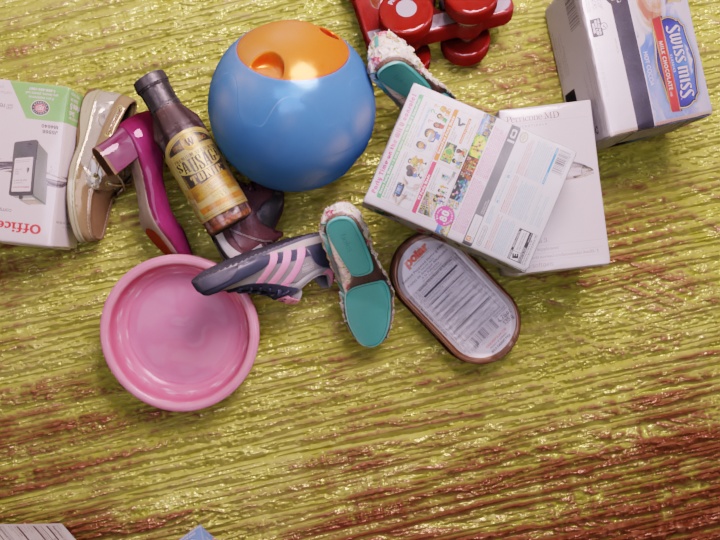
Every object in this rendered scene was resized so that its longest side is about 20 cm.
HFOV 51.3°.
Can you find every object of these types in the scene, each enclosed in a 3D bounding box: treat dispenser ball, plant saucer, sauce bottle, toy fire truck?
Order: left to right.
[{"bbox_3d":[-0.228,0.077,0.961,0.200,0.051,0.201,0,97,-2],"label":"plant saucer"},{"bbox_3d":[-0.203,-0.140,0.892,0.066,0.066,0.200,-31,96,-1],"label":"sauce bottle"},{"bbox_3d":[-0.081,-0.195,0.899,0.200,0.201,0.202,0,90,-1],"label":"treat dispenser ball"},{"bbox_3d":[0.084,-0.350,0.958,0.199,0.112,0.169,-16,71,-2],"label":"toy fire truck"}]

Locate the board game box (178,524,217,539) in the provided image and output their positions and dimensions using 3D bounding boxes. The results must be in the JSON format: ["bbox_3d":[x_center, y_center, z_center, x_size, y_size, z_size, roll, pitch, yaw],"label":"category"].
[{"bbox_3d":[-0.198,0.415,0.924,0.151,0.037,0.200,-36,124,-1],"label":"board game box"}]

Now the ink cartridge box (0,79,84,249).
[{"bbox_3d":[-0.435,-0.133,0.952,0.145,0.084,0.201,6,90,0],"label":"ink cartridge box"}]

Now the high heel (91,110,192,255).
[{"bbox_3d":[-0.245,-0.100,0.953,0.096,0.067,0.200,-43,125,-26],"label":"high heel"}]

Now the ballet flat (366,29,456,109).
[{"bbox_3d":[0.069,-0.228,0.923,0.075,0.200,0.064,-23,61,17],"label":"ballet flat"}]

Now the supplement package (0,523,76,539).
[{"bbox_3d":[-0.435,0.397,0.870,0.200,0.150,0.152,17,88,-43],"label":"supplement package"}]

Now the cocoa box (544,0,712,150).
[{"bbox_3d":[0.330,-0.264,0.939,0.131,0.133,0.201,-13,90,-2],"label":"cocoa box"}]

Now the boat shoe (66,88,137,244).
[{"bbox_3d":[-0.327,-0.132,0.959,0.066,0.074,0.201,5,90,5],"label":"boat shoe"}]

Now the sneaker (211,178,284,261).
[{"bbox_3d":[-0.165,-0.113,0.971,0.115,0.076,0.201,-28,95,-11],"label":"sneaker"}]

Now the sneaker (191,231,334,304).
[{"bbox_3d":[-0.110,0.011,0.926,0.200,0.070,0.082,-20,100,-35],"label":"sneaker"}]

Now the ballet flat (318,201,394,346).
[{"bbox_3d":[0.000,0.000,0.947,0.075,0.064,0.201,-11,118,5],"label":"ballet flat"}]

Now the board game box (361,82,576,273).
[{"bbox_3d":[0.121,-0.103,0.857,0.199,0.064,0.148,24,89,0],"label":"board game box"}]

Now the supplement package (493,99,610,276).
[{"bbox_3d":[0.229,-0.098,0.945,0.116,0.117,0.201,-7,89,0],"label":"supplement package"}]

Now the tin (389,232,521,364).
[{"bbox_3d":[0.125,0.035,0.984,0.112,0.042,0.200,-44,90,-5],"label":"tin"}]
